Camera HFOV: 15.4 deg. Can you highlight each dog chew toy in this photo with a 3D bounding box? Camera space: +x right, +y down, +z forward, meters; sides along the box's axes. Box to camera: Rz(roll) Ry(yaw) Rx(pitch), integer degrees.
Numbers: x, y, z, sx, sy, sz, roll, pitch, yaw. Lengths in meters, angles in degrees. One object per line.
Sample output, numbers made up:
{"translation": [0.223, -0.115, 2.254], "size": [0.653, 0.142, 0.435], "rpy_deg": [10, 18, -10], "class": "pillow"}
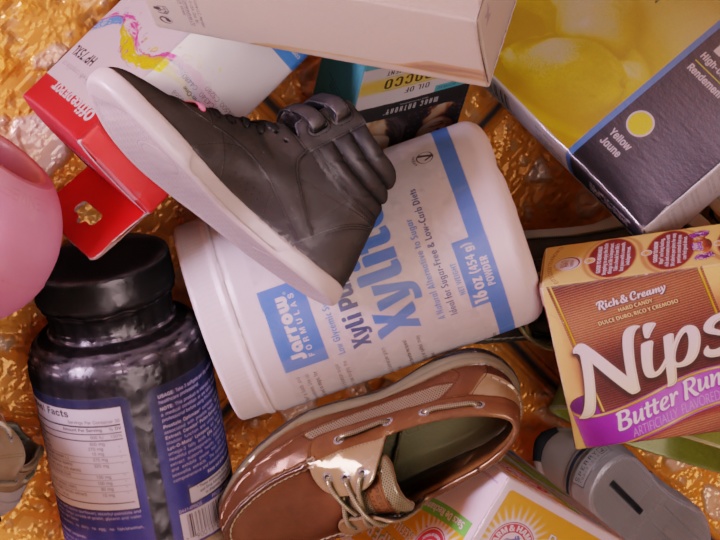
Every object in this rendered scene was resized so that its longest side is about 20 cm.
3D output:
{"translation": [-0.263, 0.010, 1.545], "size": [0.124, 0.125, 0.200], "rpy_deg": [32, 103, -28], "class": "dog chew toy"}

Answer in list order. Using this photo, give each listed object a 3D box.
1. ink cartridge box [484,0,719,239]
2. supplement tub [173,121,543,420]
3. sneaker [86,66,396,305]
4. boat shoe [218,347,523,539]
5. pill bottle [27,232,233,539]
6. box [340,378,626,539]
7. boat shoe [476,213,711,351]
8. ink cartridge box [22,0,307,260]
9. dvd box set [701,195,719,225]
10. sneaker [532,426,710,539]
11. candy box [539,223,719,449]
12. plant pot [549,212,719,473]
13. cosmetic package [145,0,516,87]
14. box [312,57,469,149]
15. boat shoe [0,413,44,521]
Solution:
{"translation": [0.188, -0.145, 1.654], "size": [0.200, 0.198, 0.047], "rpy_deg": [-42, 154, -5], "class": "ink cartridge box"}
{"translation": [0.000, 0.000, 1.615], "size": [0.200, 0.132, 0.132], "rpy_deg": [-20, 114, 1], "class": "supplement tub"}
{"translation": [-0.062, -0.076, 1.504], "size": [0.200, 0.071, 0.099], "rpy_deg": [40, 77, -26], "class": "sneaker"}
{"translation": [0.007, 0.116, 1.585], "size": [0.200, 0.074, 0.076], "rpy_deg": [-31, 116, 5], "class": "boat shoe"}
{"translation": [-0.141, 0.085, 1.620], "size": [0.112, 0.112, 0.201], "rpy_deg": [-16, 111, -18], "class": "pill bottle"}
{"translation": [0.067, 0.162, 1.682], "size": [0.112, 0.200, 0.102], "rpy_deg": [30, 93, -28], "class": "box"}
{"translation": [0.129, 0.014, 1.679], "size": [0.201, 0.060, 0.072], "rpy_deg": [-15, 131, 30], "class": "boat shoe"}
{"translation": [-0.122, -0.109, 1.565], "size": [0.200, 0.116, 0.067], "rpy_deg": [-45, 118, -5], "class": "ink cartridge box"}
{"translation": [0.236, -0.123, 1.694], "size": [0.146, 0.029, 0.200], "rpy_deg": [-41, 76, -8], "class": "dvd box set"}
{"translation": [0.179, 0.161, 1.807], "size": [0.073, 0.071, 0.200], "rpy_deg": [-47, 138, -9], "class": "sneaker"}
{"translation": [0.215, 0.034, 1.588], "size": [0.199, 0.057, 0.117], "rpy_deg": [-8, 118, 12], "class": "candy box"}
{"translation": [0.241, 0.024, 1.744], "size": [0.187, 0.187, 0.201], "rpy_deg": [21, 82, -27], "class": "plant pot"}
{"translation": [-0.013, -0.176, 1.459], "size": [0.071, 0.199, 0.105], "rpy_deg": [74, 33, -61], "class": "cosmetic package"}
{"translation": [0.025, -0.132, 1.593], "size": [0.082, 0.049, 0.200], "rpy_deg": [-16, 152, -18], "class": "box"}
{"translation": [-0.239, 0.105, 1.557], "size": [0.075, 0.200, 0.068], "rpy_deg": [42, 85, 11], "class": "boat shoe"}
